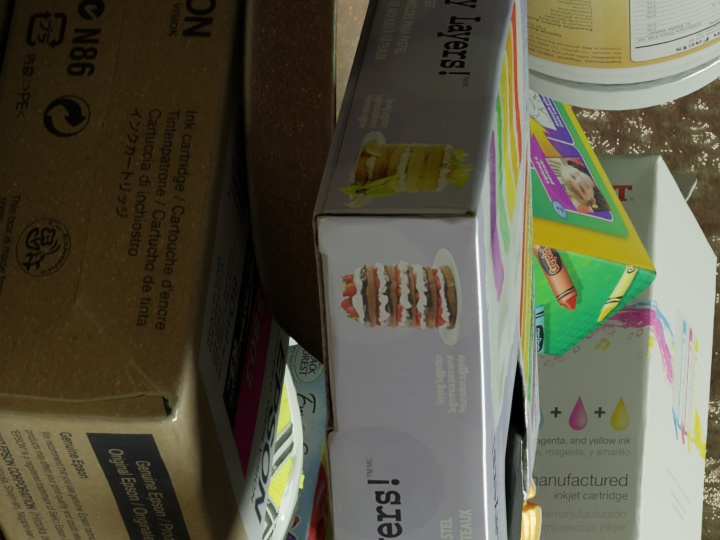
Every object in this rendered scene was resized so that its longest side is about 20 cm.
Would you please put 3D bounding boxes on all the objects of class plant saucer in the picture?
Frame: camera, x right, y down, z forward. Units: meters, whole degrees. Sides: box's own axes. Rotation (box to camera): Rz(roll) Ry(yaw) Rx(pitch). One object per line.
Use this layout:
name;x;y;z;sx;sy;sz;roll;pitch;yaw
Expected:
plant saucer;-0.010;-0.061;0.954;0.200;0.034;0.201;0;90;-82

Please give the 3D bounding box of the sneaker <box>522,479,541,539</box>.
sneaker;0.013;0.160;1.175;0.077;0.078;0.200;-20;123;-50

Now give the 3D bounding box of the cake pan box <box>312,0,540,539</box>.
cake pan box;0.024;0.021;0.912;0.184;0.052;0.200;-73;163;-59

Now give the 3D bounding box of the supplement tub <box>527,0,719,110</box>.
supplement tub;0.085;-0.152;1.002;0.200;0.144;0.145;77;18;-67

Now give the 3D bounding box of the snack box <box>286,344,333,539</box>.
snack box;-0.037;0.134;1.246;0.200;0.068;0.169;85;12;-53

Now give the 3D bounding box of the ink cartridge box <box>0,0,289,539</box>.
ink cartridge box;-0.068;-0.006;0.947;0.165;0.075;0.200;76;18;-61

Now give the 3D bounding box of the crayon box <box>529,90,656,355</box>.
crayon box;0.021;-0.069;1.125;0.119;0.058;0.200;11;47;-52

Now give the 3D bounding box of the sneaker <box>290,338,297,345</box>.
sneaker;0.000;0.000;1.162;0.075;0.115;0.200;-58;174;29

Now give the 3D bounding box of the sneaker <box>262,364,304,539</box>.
sneaker;-0.063;0.094;1.025;0.076;0.075;0.200;52;40;-79

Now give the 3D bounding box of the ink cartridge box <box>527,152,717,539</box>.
ink cartridge box;0.078;0.042;1.287;0.125;0.128;0.200;50;41;-63
